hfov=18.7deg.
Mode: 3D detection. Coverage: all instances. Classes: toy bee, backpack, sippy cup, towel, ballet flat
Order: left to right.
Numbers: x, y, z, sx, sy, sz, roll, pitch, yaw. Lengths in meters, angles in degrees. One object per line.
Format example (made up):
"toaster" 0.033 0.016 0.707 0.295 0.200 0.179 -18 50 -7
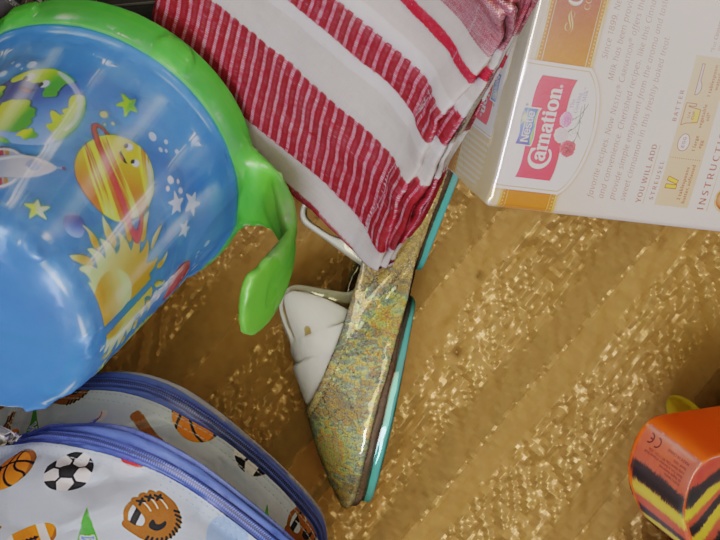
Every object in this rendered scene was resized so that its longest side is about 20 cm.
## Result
"sippy cup" -0.126 -0.019 0.878 0.178 0.130 0.140 -17 119 32
"backpack" -0.095 0.134 0.881 0.200 0.190 0.154 38 66 -26
"towel" -0.017 -0.093 0.841 0.144 0.200 0.023 41 58 9
"ballet flat" 0.000 0.000 0.951 0.071 0.071 0.201 16 88 -6
"toy bee" 0.201 0.096 0.955 0.199 0.131 0.109 -3 120 -15

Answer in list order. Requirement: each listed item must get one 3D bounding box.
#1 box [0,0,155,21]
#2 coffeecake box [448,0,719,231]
"box" -0.130 -0.178 0.877 0.158 0.048 0.200 -6 135 -3
"coffeecake box" 0.145 -0.100 0.906 0.199 0.073 0.154 6 110 -23
